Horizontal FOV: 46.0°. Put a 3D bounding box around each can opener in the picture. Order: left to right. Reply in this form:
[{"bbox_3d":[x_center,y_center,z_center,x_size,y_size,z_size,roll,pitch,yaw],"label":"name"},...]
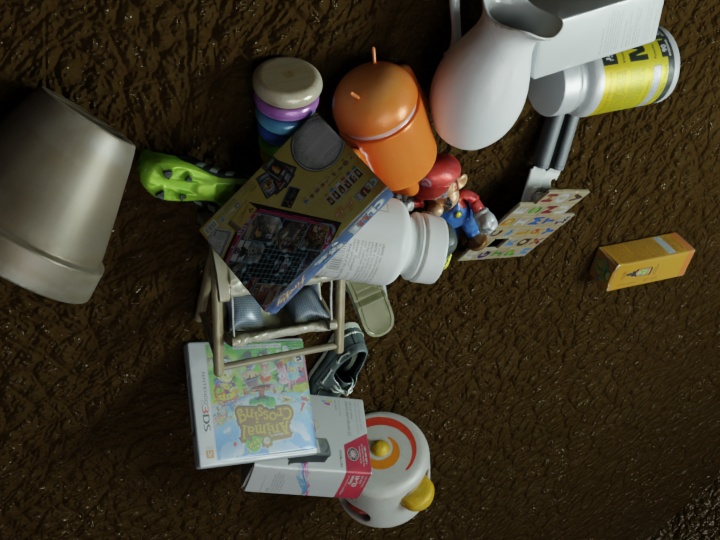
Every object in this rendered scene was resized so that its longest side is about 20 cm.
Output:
[{"bbox_3d":[0.287,-0.179,1.312,0.052,0.067,0.203,1,122,-20],"label":"can opener"}]

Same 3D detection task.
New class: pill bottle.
[{"bbox_3d":[0.007,-0.042,1.090,0.197,0.115,0.115,9,126,-17],"label":"pill bottle"},{"bbox_3d":[0.340,-0.280,1.200,0.197,0.115,0.115,-14,136,-22],"label":"pill bottle"}]

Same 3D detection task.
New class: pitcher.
[{"bbox_3d":[0.147,-0.269,1.069,0.120,0.173,0.201,-18,151,-30],"label":"pitcher"}]

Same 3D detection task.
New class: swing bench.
[{"bbox_3d":[-0.119,0.018,1.176,0.196,0.130,0.202,-9,134,-24],"label":"swing bench"}]

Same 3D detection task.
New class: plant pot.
[{"bbox_3d":[-0.336,-0.092,0.909,0.199,0.199,0.175,30,93,-46],"label":"plant pot"}]

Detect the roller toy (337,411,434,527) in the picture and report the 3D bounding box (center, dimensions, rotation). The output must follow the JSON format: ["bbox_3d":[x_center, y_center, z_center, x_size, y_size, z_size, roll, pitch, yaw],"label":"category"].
[{"bbox_3d":[0.038,0.363,1.559,0.179,0.202,0.141,-6,135,-1],"label":"roller toy"}]

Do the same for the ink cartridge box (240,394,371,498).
[{"bbox_3d":[-0.091,0.283,1.387,0.197,0.149,0.086,9,136,-19],"label":"ink cartridge box"}]

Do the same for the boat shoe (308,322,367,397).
[{"bbox_3d":[-0.040,0.180,1.430,0.072,0.062,0.202,-2,131,-35],"label":"boat shoe"}]

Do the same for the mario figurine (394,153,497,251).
[{"bbox_3d":[0.123,-0.083,1.256,0.123,0.107,0.200,-33,141,2],"label":"mario figurine"}]

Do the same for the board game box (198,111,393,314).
[{"bbox_3d":[-0.077,-0.067,0.996,0.200,0.136,0.035,-44,161,3],"label":"board game box"}]

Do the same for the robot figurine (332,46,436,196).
[{"bbox_3d":[0.032,-0.185,1.094,0.142,0.117,0.201,-29,140,-1],"label":"robot figurine"}]

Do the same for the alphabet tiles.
[{"bbox_3d":[0.271,-0.072,1.369,0.165,0.008,0.200,-4,153,-37],"label":"alphabet tiles"}]

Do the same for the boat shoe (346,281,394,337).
[{"bbox_3d":[0.000,0.000,1.282,0.074,0.068,0.203,-15,115,-12],"label":"boat shoe"}]

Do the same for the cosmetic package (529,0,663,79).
[{"bbox_3d":[0.284,-0.335,1.116,0.197,0.113,0.082,-20,137,-14],"label":"cosmetic package"}]

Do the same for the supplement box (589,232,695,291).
[{"bbox_3d":[0.535,-0.018,1.614,0.197,0.069,0.067,-11,134,-27],"label":"supplement box"}]

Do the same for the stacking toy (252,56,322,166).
[{"bbox_3d":[-0.095,-0.162,1.067,0.084,0.086,0.202,-15,142,-20],"label":"stacking toy"}]

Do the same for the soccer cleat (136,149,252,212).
[{"bbox_3d":[-0.182,-0.106,1.051,0.198,0.081,0.068,16,113,-37],"label":"soccer cleat"}]

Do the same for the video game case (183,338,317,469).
[{"bbox_3d":[-0.165,0.197,1.291,0.197,0.185,0.022,1,162,-33],"label":"video game case"}]

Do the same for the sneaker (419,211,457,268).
[{"bbox_3d":[0.103,-0.036,1.239,0.083,0.200,0.076,15,83,-18],"label":"sneaker"}]
